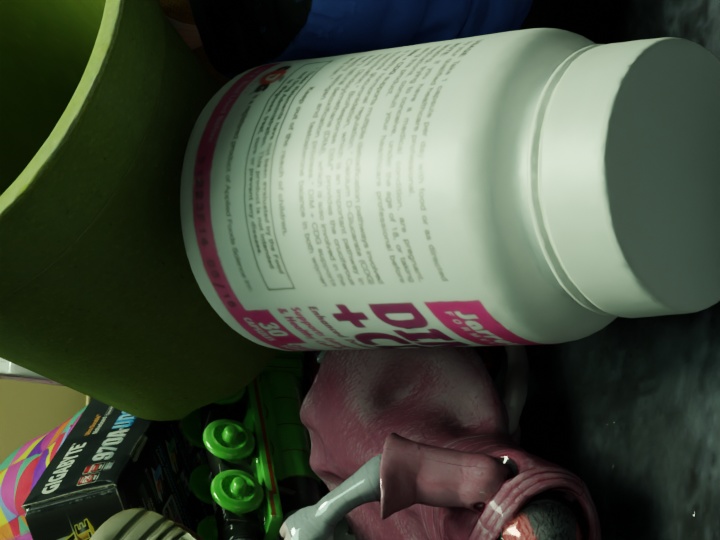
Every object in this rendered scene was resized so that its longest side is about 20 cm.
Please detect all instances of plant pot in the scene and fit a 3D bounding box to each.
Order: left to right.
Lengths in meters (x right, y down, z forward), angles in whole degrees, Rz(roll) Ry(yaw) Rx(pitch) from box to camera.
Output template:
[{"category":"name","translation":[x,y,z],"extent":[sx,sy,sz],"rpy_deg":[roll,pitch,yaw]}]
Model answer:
[{"category":"plant pot","translation":[-0.117,-0.032,1.064],"extent":[0.199,0.190,0.201],"rpy_deg":[-21,49,27]}]

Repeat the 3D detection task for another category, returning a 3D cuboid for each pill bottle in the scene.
[{"category":"pill bottle","translation":[0.039,-0.029,0.958],"extent":[0.199,0.113,0.114],"rpy_deg":[-4,77,43]}]

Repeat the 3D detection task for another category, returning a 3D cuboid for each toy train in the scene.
[{"category":"toy train","translation":[-0.051,0.047,1.143],"extent":[0.201,0.056,0.042],"rpy_deg":[-103,24,-44]}]

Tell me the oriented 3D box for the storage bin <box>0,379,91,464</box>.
[{"category":"storage bin","translation":[-0.274,0.100,1.676],"extent":[0.094,0.199,0.200],"rpy_deg":[140,135,-56]}]

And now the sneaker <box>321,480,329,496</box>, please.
[{"category":"sneaker","translation":[-0.083,0.089,1.283],"extent":[0.200,0.074,0.089],"rpy_deg":[-26,76,34]}]

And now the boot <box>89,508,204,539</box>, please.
[{"category":"boot","translation":[-0.009,0.170,1.036],"extent":[0.066,0.200,0.175],"rpy_deg":[-47,60,1]}]

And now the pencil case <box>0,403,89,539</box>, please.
[{"category":"pencil case","translation":[-0.167,0.132,1.545],"extent":[0.200,0.088,0.089],"rpy_deg":[144,131,-61]}]

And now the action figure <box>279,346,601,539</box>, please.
[{"category":"action figure","translation":[0.054,0.091,1.013],"extent":[0.149,0.134,0.200],"rpy_deg":[-49,25,-7]}]

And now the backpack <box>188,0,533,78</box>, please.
[{"category":"backpack","translation":[0.017,-0.171,1.073],"extent":[0.162,0.167,0.201],"rpy_deg":[156,120,-69]}]

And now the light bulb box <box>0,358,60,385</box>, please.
[{"category":"light bulb box","translation":[-0.159,-0.032,1.534],"extent":[0.198,0.124,0.201],"rpy_deg":[174,103,-68]}]

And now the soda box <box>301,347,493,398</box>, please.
[{"category":"soda box","translation":[0.000,0.000,1.195],"extent":[0.200,0.063,0.070],"rpy_deg":[-108,32,-49]}]

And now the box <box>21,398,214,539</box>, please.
[{"category":"box","translation":[-0.077,0.157,1.146],"extent":[0.159,0.046,0.201],"rpy_deg":[-66,-41,-70]}]

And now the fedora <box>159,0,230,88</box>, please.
[{"category":"fedora","translation":[-0.073,-0.170,1.174],"extent":[0.082,0.200,0.202],"rpy_deg":[-20,61,39]}]
